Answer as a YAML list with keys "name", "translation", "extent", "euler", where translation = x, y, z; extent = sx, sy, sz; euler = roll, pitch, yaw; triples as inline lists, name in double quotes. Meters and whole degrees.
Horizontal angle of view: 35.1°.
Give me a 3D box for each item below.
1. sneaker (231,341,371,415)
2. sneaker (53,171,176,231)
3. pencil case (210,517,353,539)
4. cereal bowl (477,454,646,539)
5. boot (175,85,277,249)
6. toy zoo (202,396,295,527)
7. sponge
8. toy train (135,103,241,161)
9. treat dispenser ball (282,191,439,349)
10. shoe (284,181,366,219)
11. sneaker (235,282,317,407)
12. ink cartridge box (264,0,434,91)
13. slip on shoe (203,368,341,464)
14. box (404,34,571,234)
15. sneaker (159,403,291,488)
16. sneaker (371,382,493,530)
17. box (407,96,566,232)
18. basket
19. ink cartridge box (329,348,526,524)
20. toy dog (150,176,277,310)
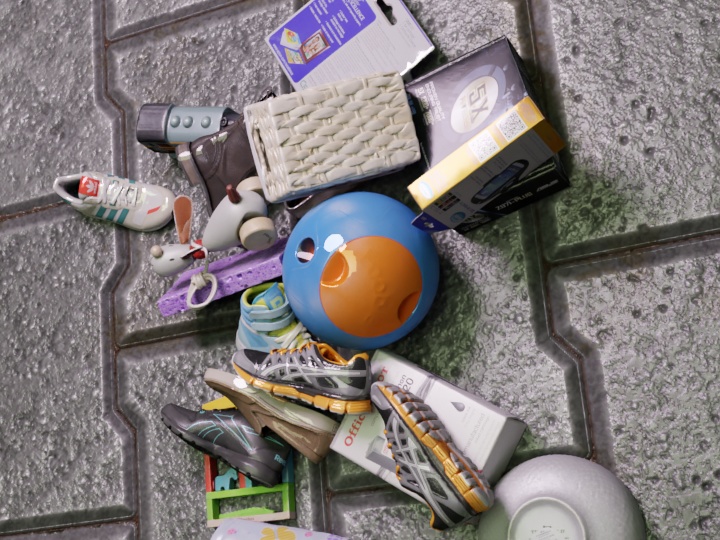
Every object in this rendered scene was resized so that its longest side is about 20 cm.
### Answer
- name: "sneaker"
  translation: [-0.070, 0.124, 1.436]
  extent: [0.199, 0.078, 0.078]
  euler: [13, 94, 22]
- name: "sneaker"
  translation: [-0.372, -0.108, 1.704]
  extent: [0.199, 0.093, 0.071]
  euler: [10, 83, 27]
- name: "pencil case"
  translation: [-0.100, 0.377, 1.472]
  extent: [0.199, 0.083, 0.091]
  euler: [2, 120, 25]
- name: "cereal bowl"
  translation: [0.229, 0.314, 1.338]
  extent: [0.199, 0.083, 0.201]
  euler: [-6, 75, 23]
- name: "boot"
  translation: [-0.141, -0.136, 1.569]
  extent: [0.174, 0.200, 0.069]
  euler: [-24, 33, 10]
- name: "toy zoo"
  translation: [-0.155, 0.246, 1.564]
  extent: [0.131, 0.020, 0.201]
  euler: [-12, 73, 22]
- name: "sponge"
  translation: [-0.179, 0.005, 1.583]
  extent: [0.199, 0.112, 0.030]
  euler: [-18, 106, 20]
- name: "toy train"
  translation: [-0.228, -0.198, 1.647]
  extent: [0.199, 0.114, 0.086]
  euler: [6, 81, 26]
- name: "treat dispenser ball"
  translation: [0.000, 0.000, 1.448]
  extent: [0.200, 0.201, 0.202]
  euler: [-6, 76, 23]
- name: "shoe"
  translation: [-0.027, -0.144, 1.576]
  extent: [0.200, 0.053, 0.070]
  euler: [-43, 65, 10]
- name: "sneaker"
  translation: [-0.090, 0.091, 1.504]
  extent: [0.200, 0.131, 0.079]
  euler: [29, 48, 27]
- name: "ink cartridge box"
  translation: [-0.012, -0.314, 1.613]
  extent: [0.200, 0.043, 0.199]
  euler: [-37, 66, 15]
- name: "slip on shoe"
  translation: [-0.123, 0.186, 1.480]
  extent: [0.199, 0.076, 0.061]
  euler: [23, 83, 13]
- name: "box"
  translation: [0.158, -0.174, 1.479]
  extent: [0.163, 0.086, 0.201]
  euler: [-23, 70, 18]
- name: "sneaker"
  translation: [-0.180, 0.220, 1.540]
  extent: [0.199, 0.075, 0.079]
  euler: [24, 75, 21]
- name: "sneaker"
  translation: [0.068, 0.216, 1.338]
  extent: [0.077, 0.078, 0.200]
  euler: [-45, 64, 17]
- name: "box"
  translation: [0.143, -0.118, 1.359]
  extent: [0.200, 0.119, 0.042]
  euler: [-35, 70, 13]
- name: "basket"
  translation: [-0.033, -0.176, 1.469]
  extent: [0.199, 0.123, 0.136]
  euler: [-16, 94, -16]
- name: "ink cartridge box"
  translation: [0.083, 0.206, 1.429]
  extent: [0.199, 0.085, 0.146]
  euler: [26, 89, 29]
- name: "toy dog"
  translation: [-0.202, -0.057, 1.512]
  extent: [0.200, 0.096, 0.132]
  euler: [-42, 50, 2]
